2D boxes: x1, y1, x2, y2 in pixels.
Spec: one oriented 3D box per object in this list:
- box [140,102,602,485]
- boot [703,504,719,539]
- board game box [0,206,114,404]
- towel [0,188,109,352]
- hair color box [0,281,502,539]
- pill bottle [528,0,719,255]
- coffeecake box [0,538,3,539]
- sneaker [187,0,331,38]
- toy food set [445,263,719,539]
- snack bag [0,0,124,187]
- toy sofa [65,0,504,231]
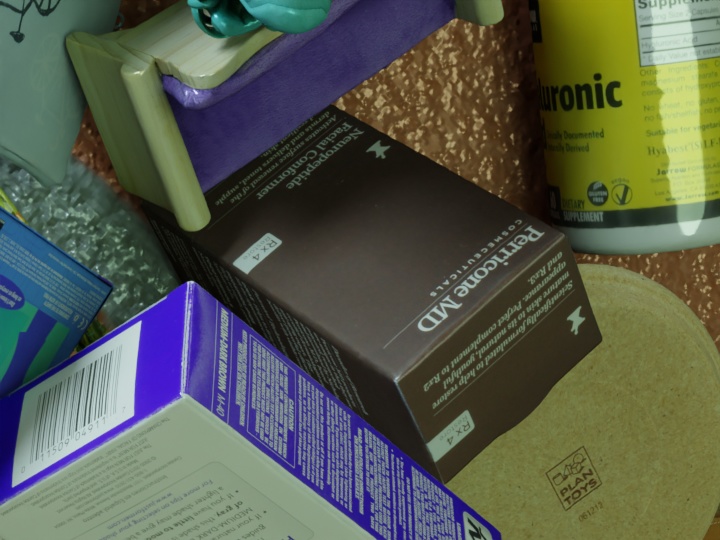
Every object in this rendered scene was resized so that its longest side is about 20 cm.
[{"bbox_3d":[0.000,0.000,0.845,0.100,0.200,0.075,-40,135,-18],"label":"box"},{"bbox_3d":[0.175,0.083,1.015,0.154,0.074,0.201,-14,112,-23],"label":"boot"},{"bbox_3d":[-0.188,0.061,0.710,0.045,0.152,0.201,29,83,21],"label":"board game box"},{"bbox_3d":[-0.179,-0.045,0.823,0.018,0.086,0.200,-40,109,-14],"label":"towel"},{"bbox_3d":[-0.041,0.101,0.750,0.109,0.065,0.200,-30,127,25],"label":"hair color box"},{"bbox_3d":[0.142,-0.114,0.959,0.111,0.111,0.201,-10,98,-25],"label":"pill bottle"},{"bbox_3d":[-0.220,0.102,0.821,0.153,0.073,0.201,30,81,-23],"label":"coffeecake box"},{"bbox_3d":[-0.057,-0.133,0.761,0.077,0.200,0.080,0,100,-19],"label":"sneaker"},{"bbox_3d":[0.091,0.093,0.906,0.200,0.049,0.198,-49,116,-4],"label":"toy food set"},{"bbox_3d":[-0.131,-0.140,0.798,0.021,0.189,0.201,16,86,10],"label":"snack bag"},{"bbox_3d":[-0.020,-0.104,0.846,0.200,0.097,0.083,-37,129,-26],"label":"toy sofa"}]
